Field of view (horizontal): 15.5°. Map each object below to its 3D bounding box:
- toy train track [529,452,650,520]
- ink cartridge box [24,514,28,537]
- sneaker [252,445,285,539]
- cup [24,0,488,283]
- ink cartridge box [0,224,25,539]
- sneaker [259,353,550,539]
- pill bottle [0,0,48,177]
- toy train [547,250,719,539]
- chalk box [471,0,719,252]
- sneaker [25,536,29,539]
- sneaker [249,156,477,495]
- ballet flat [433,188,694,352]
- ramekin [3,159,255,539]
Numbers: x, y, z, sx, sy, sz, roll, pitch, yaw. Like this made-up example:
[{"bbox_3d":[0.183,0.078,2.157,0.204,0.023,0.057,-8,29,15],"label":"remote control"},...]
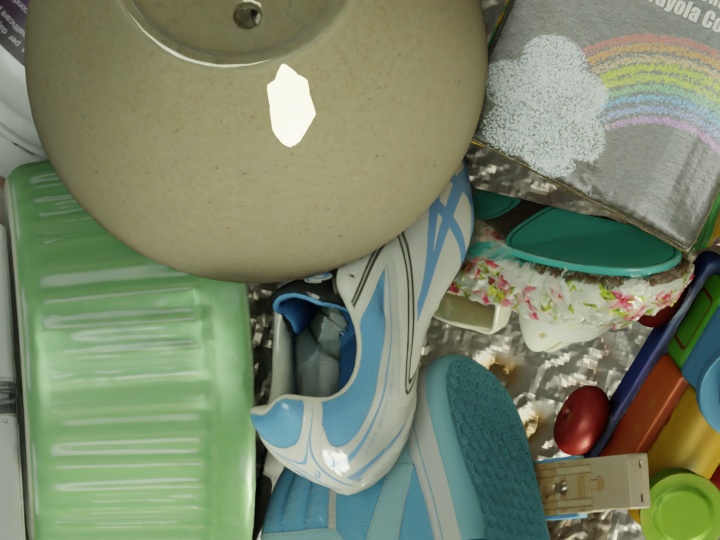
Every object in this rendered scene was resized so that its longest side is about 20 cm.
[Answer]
[{"bbox_3d":[0.077,0.101,1.201,0.200,0.032,0.115,-15,76,60],"label":"toy train track"},{"bbox_3d":[-0.175,0.122,1.307,0.148,0.076,0.200,45,106,9],"label":"ink cartridge box"},{"bbox_3d":[-0.009,0.102,1.259,0.080,0.074,0.200,18,113,8],"label":"sneaker"},{"bbox_3d":[-0.046,-0.109,1.071,0.200,0.143,0.201,0,76,1],"label":"cup"},{"bbox_3d":[-0.227,0.081,1.147,0.145,0.084,0.201,2,68,-21],"label":"ink cartridge box"},{"bbox_3d":[0.019,0.149,1.156,0.130,0.079,0.200,-28,53,32],"label":"sneaker"},{"bbox_3d":[-0.118,-0.139,1.244,0.112,0.112,0.200,44,104,9],"label":"pill bottle"},{"bbox_3d":[0.132,0.098,1.182,0.085,0.116,0.200,28,102,-12],"label":"toy train"},{"bbox_3d":[0.146,-0.125,1.171,0.124,0.124,0.200,27,100,14],"label":"chalk box"},{"bbox_3d":[-0.201,0.152,1.233,0.199,0.085,0.077,-1,91,14],"label":"sneaker"},{"bbox_3d":[0.000,0.000,1.156,0.072,0.072,0.200,-16,47,36],"label":"sneaker"},{"bbox_3d":[0.072,0.001,1.211,0.200,0.076,0.064,18,121,43],"label":"ballet flat"},{"bbox_3d":[-0.108,0.038,1.205,0.097,0.200,0.201,-4,93,-9],"label":"ramekin"}]
